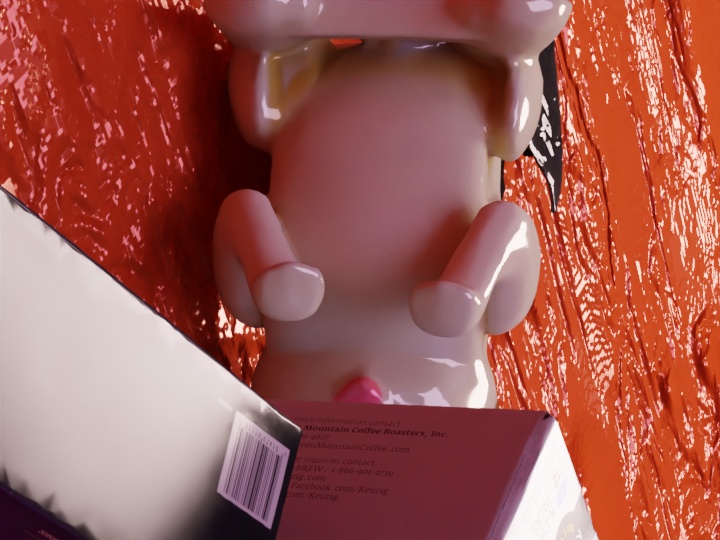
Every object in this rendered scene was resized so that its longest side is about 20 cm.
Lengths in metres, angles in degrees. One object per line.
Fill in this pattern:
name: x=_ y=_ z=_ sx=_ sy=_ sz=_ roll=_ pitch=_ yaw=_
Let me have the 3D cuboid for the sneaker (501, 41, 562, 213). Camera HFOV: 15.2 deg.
sneaker: x=0.051 y=-0.122 z=1.199 sx=0.200 sy=0.060 sz=0.105 roll=58 pitch=37 yaw=-49

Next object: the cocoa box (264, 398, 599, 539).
cocoa box: x=-0.026 y=0.133 z=0.917 sx=0.134 sy=0.199 sz=0.132 roll=-62 pitch=142 yaw=-40

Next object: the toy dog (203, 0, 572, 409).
toy dog: x=0.000 y=0.000 z=1.061 sx=0.194 sy=0.139 sz=0.201 roll=146 pitch=-54 yaw=-80

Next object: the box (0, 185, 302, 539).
box: x=-0.128 y=0.042 z=0.790 sx=0.200 sy=0.140 sz=0.079 roll=43 pitch=56 yaw=-53
